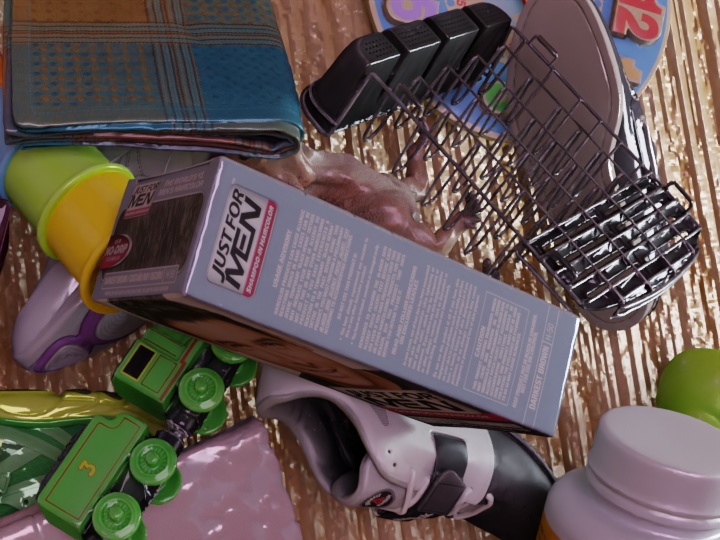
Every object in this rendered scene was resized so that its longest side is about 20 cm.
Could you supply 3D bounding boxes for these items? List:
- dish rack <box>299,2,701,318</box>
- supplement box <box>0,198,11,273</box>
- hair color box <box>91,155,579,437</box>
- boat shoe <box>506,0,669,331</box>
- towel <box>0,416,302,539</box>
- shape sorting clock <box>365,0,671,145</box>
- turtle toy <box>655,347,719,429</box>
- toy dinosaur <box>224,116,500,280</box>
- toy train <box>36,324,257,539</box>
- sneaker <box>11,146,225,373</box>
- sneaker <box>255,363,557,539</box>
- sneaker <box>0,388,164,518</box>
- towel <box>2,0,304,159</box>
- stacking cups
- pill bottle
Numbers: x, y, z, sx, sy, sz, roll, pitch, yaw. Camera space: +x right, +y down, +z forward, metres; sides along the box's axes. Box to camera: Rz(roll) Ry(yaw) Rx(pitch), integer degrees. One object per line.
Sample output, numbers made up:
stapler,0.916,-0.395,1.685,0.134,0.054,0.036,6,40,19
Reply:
dish rack,0.082,-0.055,0.722,0.200,0.055,0.153,49,42,14
supplement box,-0.275,-0.012,0.664,0.197,0.110,0.087,17,76,-13
hair color box,-0.008,0.017,0.626,0.198,0.099,0.061,24,75,-30
boat shoe,0.138,-0.069,0.815,0.062,0.072,0.203,-24,102,-53
towel,-0.105,0.195,0.692,0.189,0.032,0.203,-22,104,-21
shape sorting clock,0.099,-0.175,0.845,0.197,0.039,0.203,3,79,-17
turtle toy,0.216,0.138,0.781,0.100,0.146,0.202,-3,65,-39
toy dinosaur,0.000,0.000,0.765,0.134,0.086,0.203,-20,103,-8
toy train,-0.084,0.047,0.669,0.056,0.042,0.201,27,64,11
sneaker,-0.133,-0.038,0.745,0.099,0.075,0.201,29,74,14
sneaker,0.023,0.104,0.735,0.199,0.074,0.089,37,44,-11
sneaker,-0.193,0.103,0.687,0.197,0.074,0.085,0,76,-17
towel,-0.112,-0.126,0.722,0.144,0.022,0.201,0,42,-15
stacking cups,-0.165,-0.066,0.694,0.060,0.061,0.200,-33,61,-19
pill bottle,0.136,0.177,0.715,0.108,0.109,0.203,6,108,-15
